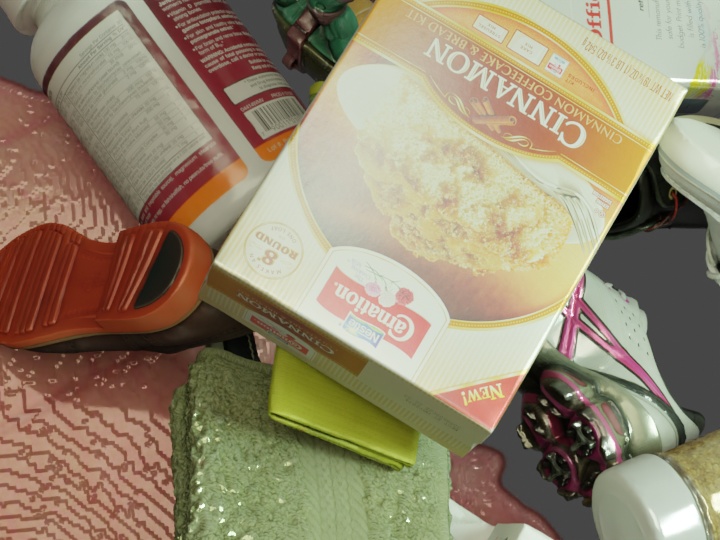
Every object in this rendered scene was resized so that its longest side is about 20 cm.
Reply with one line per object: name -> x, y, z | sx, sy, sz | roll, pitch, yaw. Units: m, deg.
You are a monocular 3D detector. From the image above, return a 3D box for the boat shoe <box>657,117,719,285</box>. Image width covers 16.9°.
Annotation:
boat shoe -> 0.218, -0.008, 1.261 | 0.069, 0.200, 0.072 | -48, 35, 17

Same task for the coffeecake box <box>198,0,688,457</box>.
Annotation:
coffeecake box -> 0.039, -0.037, 1.170 | 0.153, 0.073, 0.200 | 31, 73, -1

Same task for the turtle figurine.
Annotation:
turtle figurine -> -0.007, -0.148, 1.303 | 0.200, 0.150, 0.101 | 39, 95, 10

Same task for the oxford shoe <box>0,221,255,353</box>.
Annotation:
oxford shoe -> -0.131, 0.020, 1.262 | 0.073, 0.200, 0.071 | 31, 70, -38

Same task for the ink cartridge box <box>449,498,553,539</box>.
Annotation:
ink cartridge box -> 0.095, 0.207, 1.226 | 0.200, 0.067, 0.116 | 32, 79, -6

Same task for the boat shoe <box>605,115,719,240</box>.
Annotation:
boat shoe -> 0.142, -0.044, 1.281 | 0.201, 0.074, 0.063 | 7, 42, -22

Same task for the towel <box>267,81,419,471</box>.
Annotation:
towel -> 0.000, 0.000, 1.229 | 0.086, 0.018, 0.200 | 22, 56, -22

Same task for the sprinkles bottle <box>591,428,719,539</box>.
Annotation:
sprinkles bottle -> 0.218, 0.102, 1.240 | 0.200, 0.068, 0.068 | -19, 76, -21

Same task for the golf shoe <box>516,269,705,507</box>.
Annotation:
golf shoe -> 0.103, 0.029, 1.298 | 0.092, 0.073, 0.200 | -22, 73, -34

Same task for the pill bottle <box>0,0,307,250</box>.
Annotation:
pill bottle -> -0.108, -0.102, 1.302 | 0.110, 0.110, 0.200 | -35, 78, -8

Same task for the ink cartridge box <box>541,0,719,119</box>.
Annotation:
ink cartridge box -> 0.151, -0.143, 1.303 | 0.200, 0.067, 0.117 | 2, 75, -19

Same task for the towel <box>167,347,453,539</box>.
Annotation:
towel -> -0.021, 0.130, 1.183 | 0.148, 0.036, 0.200 | 9, 52, -16

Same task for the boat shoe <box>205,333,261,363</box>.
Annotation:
boat shoe -> -0.033, 0.109, 1.269 | 0.066, 0.075, 0.199 | -14, 77, -5
